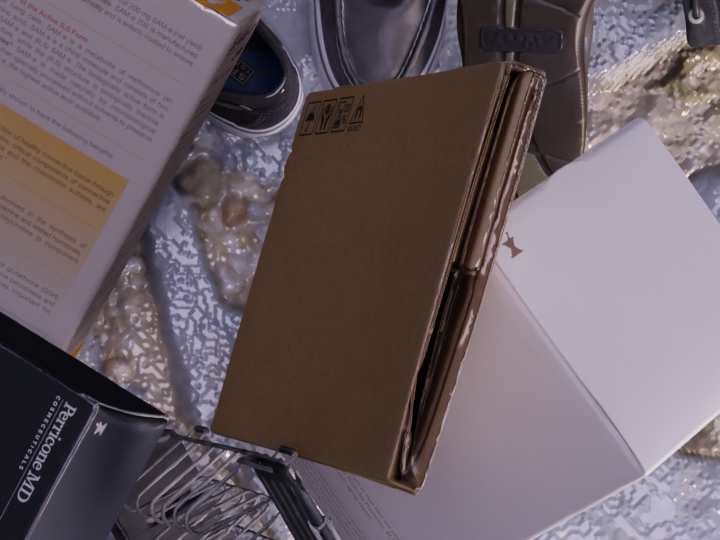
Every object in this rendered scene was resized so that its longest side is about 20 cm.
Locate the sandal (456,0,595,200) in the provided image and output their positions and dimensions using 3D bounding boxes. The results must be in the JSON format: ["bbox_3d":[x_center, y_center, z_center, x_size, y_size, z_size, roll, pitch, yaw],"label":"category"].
[{"bbox_3d":[0.088,-0.132,0.977,0.081,0.055,0.201,4,114,9],"label":"sandal"}]

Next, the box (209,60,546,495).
[{"bbox_3d":[0.000,0.000,0.833,0.021,0.200,0.165,18,84,-23],"label":"box"}]

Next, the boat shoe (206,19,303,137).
[{"bbox_3d":[-0.112,-0.136,0.977,0.200,0.066,0.070,40,81,1],"label":"boat shoe"}]

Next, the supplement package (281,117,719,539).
[{"bbox_3d":[0.067,0.046,0.886,0.121,0.200,0.120,-33,85,-38],"label":"supplement package"}]

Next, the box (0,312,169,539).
[{"bbox_3d":[-0.194,0.114,0.858,0.141,0.079,0.201,29,92,22],"label":"box"}]

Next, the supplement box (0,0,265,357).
[{"bbox_3d":[-0.147,-0.063,0.928,0.126,0.074,0.201,31,106,0],"label":"supplement box"}]

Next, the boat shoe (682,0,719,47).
[{"bbox_3d":[0.142,-0.196,0.900,0.056,0.069,0.201,-19,96,13],"label":"boat shoe"}]

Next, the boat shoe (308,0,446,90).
[{"bbox_3d":[0.020,-0.174,0.985,0.069,0.066,0.201,14,82,-2],"label":"boat shoe"}]

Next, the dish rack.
[{"bbox_3d":[-0.042,0.141,0.874,0.054,0.200,0.154,-34,102,-19],"label":"dish rack"}]
